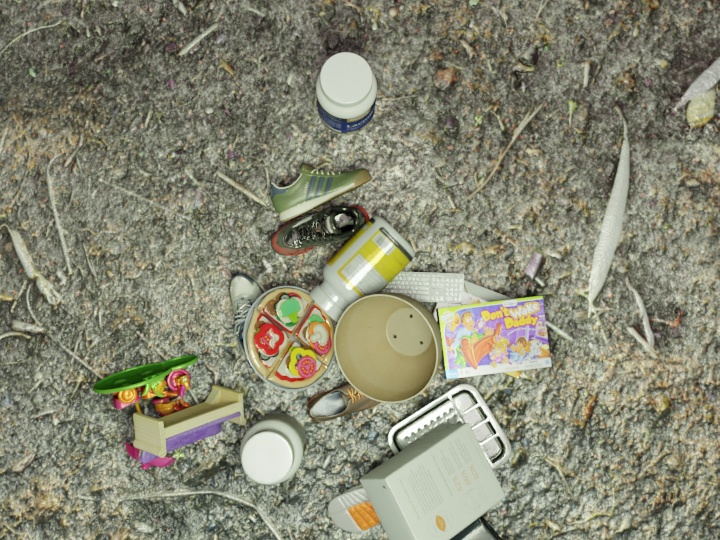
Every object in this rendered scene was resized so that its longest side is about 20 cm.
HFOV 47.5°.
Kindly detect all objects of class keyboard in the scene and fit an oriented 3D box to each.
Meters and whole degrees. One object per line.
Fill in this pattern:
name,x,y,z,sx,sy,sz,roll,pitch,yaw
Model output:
keyboard,0.101,0.031,1.585,0.199,0.011,0.057,2,82,13

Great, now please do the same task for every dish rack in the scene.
dish rack,0.169,0.331,1.570,0.200,0.044,0.172,-32,87,-3

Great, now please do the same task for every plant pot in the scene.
plant pot,0.070,0.129,1.516,0.200,0.134,0.201,5,102,24

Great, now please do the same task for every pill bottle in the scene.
pill bottle,-0.027,-0.333,1.540,0.115,0.200,0.116,0,86,-1
pill bottle,-0.159,0.325,1.486,0.114,0.200,0.115,0,86,-1
pill bottle,0.000,0.000,1.549,0.200,0.112,0.112,-45,87,1

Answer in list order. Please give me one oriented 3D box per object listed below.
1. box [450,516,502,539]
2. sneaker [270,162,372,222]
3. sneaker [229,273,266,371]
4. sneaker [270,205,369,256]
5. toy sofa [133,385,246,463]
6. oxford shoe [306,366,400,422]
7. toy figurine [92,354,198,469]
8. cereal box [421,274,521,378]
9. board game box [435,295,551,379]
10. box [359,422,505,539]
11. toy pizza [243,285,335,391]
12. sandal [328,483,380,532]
box,0.227,0.544,1.477,0.117,0.197,0.200,-40,87,-2
sneaker,-0.084,-0.173,1.592,0.200,0.067,0.090,-26,92,0
sneaker,-0.205,0.100,1.557,0.077,0.085,0.201,-19,85,5
sneaker,-0.080,-0.080,1.571,0.200,0.098,0.071,-16,88,-1
toy sofa,-0.308,0.285,1.487,0.083,0.200,0.098,6,103,39
oxford shoe,-0.007,0.240,1.558,0.199,0.073,0.071,-25,86,-3
toy figurine,-0.381,0.276,1.543,0.199,0.150,0.185,-17,100,-26
cereal box,0.235,0.108,1.589,0.199,0.040,0.144,20,85,1
board game box,0.250,0.126,1.545,0.199,0.045,0.135,-7,86,0
box,0.128,0.386,1.453,0.200,0.106,0.153,-26,89,-28
toy pizza,-0.126,0.126,1.538,0.200,0.032,0.201,9,74,-31
sandal,0.041,0.429,1.549,0.206,0.059,0.079,-23,92,6
